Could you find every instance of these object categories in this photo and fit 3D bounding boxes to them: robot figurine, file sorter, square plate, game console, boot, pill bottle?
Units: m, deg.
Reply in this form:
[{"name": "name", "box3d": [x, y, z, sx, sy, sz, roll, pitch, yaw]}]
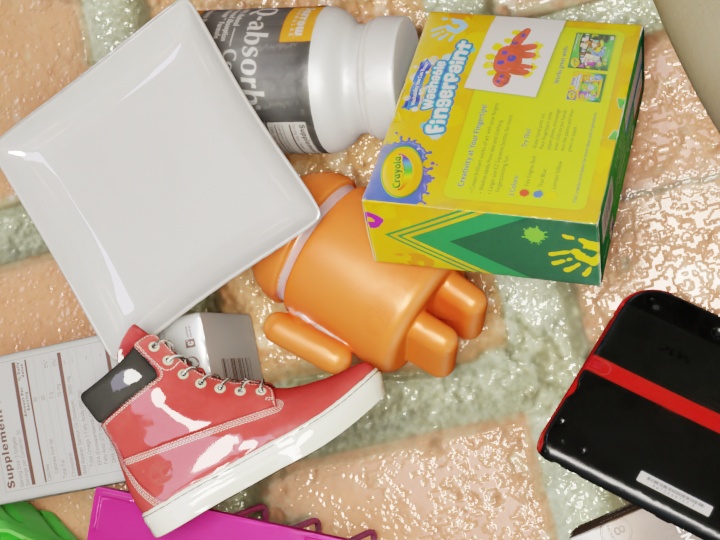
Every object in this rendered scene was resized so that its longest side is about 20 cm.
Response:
[{"name": "robot figurine", "box3d": [0.001, -0.001, 1.135, 0.200, 0.117, 0.144, 32, 108, 14]}, {"name": "file sorter", "box3d": [-0.100, 0.250, 1.145, 0.200, 0.125, 0.139, 9, 89, 16]}, {"name": "square plate", "box3d": [-0.153, -0.067, 1.109, 0.198, 0.028, 0.200, -34, 79, 14]}, {"name": "game console", "box3d": [0.247, 0.110, 1.049, 0.200, 0.031, 0.177, 26, 57, 16]}, {"name": "boot", "box3d": [-0.094, 0.082, 1.071, 0.200, 0.072, 0.144, -28, 85, -4]}, {"name": "pill bottle", "box3d": [-0.059, -0.148, 1.157, 0.200, 0.116, 0.116, 0, 87, 16]}]

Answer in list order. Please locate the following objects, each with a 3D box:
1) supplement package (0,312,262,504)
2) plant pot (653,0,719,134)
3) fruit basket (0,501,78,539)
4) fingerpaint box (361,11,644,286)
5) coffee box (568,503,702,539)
[{"name": "supplement package", "box3d": [-0.188, 0.109, 1.181, 0.200, 0.117, 0.117, -12, 85, 16]}, {"name": "plant pot", "box3d": [0.287, -0.197, 1.042, 0.187, 0.187, 0.200, -39, 64, 11]}, {"name": "fruit basket", "box3d": [-0.291, 0.302, 1.176, 0.216, 0.155, 0.216, -23, 51, 31]}, {"name": "fingerpaint box", "box3d": [0.109, -0.092, 1.078, 0.167, 0.073, 0.200, 6, 52, 16]}, {"name": "coffee box", "box3d": [0.245, 0.258, 1.067, 0.114, 0.080, 0.200, -25, 81, 12]}]
